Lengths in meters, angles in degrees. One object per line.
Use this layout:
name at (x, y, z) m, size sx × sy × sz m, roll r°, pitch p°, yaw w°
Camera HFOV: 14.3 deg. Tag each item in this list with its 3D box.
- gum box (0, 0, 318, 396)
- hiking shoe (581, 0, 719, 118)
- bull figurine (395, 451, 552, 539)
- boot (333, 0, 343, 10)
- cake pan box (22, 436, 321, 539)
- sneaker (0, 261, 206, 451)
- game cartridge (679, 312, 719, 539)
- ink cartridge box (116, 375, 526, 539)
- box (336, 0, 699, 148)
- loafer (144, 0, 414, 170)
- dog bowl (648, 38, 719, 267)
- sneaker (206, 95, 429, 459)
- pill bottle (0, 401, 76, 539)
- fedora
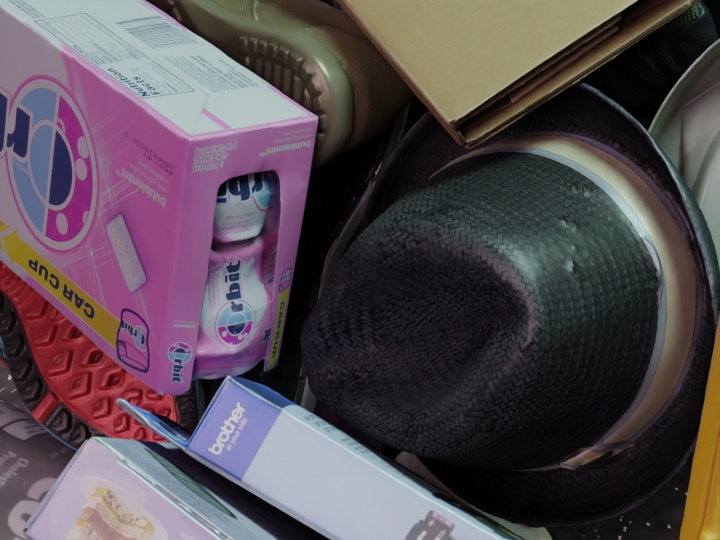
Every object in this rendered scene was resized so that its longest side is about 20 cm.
gum box at (-0.101, -0.043, 1.196) m, size 0.200 × 0.066 × 0.114 m, roll 36°, pitch 127°, yaw 43°
hiking shoe at (0.106, -0.096, 1.206) m, size 0.101 × 0.076 × 0.201 m, roll 33°, pitch 99°, yaw 53°
bull figurine at (0.054, 0.164, 1.218) m, size 0.121 × 0.065 × 0.201 m, roll 16°, pitch 92°, yaw 22°
boot at (0.043, -0.189, 1.277) m, size 0.200 × 0.069 × 0.174 m, roll -37°, pitch 75°, yaw 21°
cake pan box at (-0.019, 0.139, 1.103) m, size 0.200 × 0.184 × 0.052 m, roll 36°, pitch 93°, yaw 8°
sneaker at (-0.125, 0.028, 1.304) m, size 0.079 × 0.096 × 0.200 m, roll -44°, pitch 56°, yaw -2°
game cartridge at (0.210, 0.083, 1.087) m, size 0.176 × 0.032 × 0.201 m, roll 3°, pitch 106°, yaw -16°
ink cartridge box at (0.004, 0.092, 1.133) m, size 0.199 × 0.119 × 0.042 m, roll 28°, pitch 88°, yaw 7°
box at (0.061, -0.150, 1.160) m, size 0.163 × 0.021 × 0.200 m, roll -33°, pitch 45°, yaw -5°
loafer at (-0.049, -0.089, 1.229) m, size 0.200 × 0.067 × 0.076 m, roll 32°, pitch 122°, yaw 48°
dog bowl at (0.202, -0.013, 1.140) m, size 0.199 × 0.059 × 0.201 m, roll 0°, pitch 94°, yaw 3°
sneaker at (0.000, 0.000, 1.260) m, size 0.076 × 0.087 × 0.201 m, roll 14°, pitch 84°, yaw 49°
pill bottle at (-0.112, 0.146, 1.271) m, size 0.199 × 0.114 × 0.114 m, roll 25°, pitch 94°, yaw 25°
fedora at (0.043, 0.018, 1.116) m, size 0.200 × 0.091 × 0.202 m, roll 13°, pitch 108°, yaw 45°
